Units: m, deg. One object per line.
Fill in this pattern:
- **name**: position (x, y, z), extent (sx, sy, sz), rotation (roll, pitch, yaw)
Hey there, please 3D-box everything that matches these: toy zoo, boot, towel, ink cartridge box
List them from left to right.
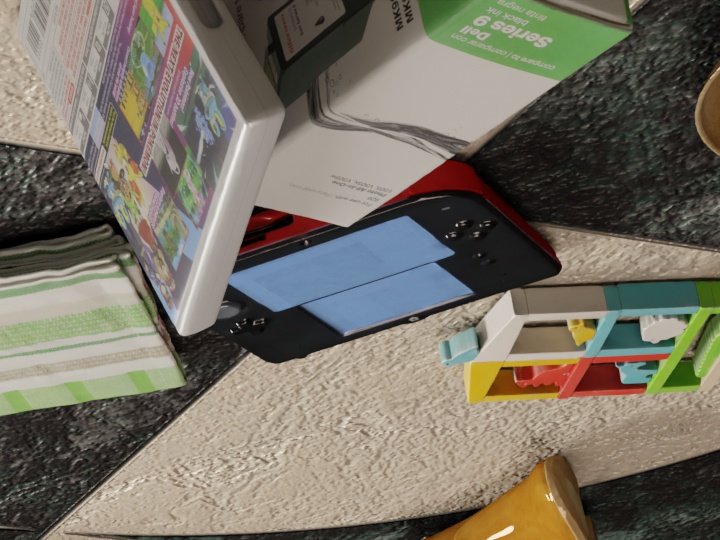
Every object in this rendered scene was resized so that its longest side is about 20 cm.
- **towel**: position (-0.190, 0.033, 1.652), extent (0.149, 0.031, 0.200), rotation (-8, 156, 4)
- **ink cartridge box**: position (0.014, -0.129, 1.242), extent (0.084, 0.146, 0.200), rotation (12, 147, -38)
- **boot**: position (0.094, 0.196, 2.015), extent (0.144, 0.071, 0.201), rotation (-15, 159, 5)
- **toy zoo**: position (0.147, 0.046, 1.786), extent (0.200, 0.020, 0.131), rotation (-2, 153, -13)

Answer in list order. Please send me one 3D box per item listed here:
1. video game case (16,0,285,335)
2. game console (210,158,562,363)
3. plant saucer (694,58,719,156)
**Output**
- **video game case**: position (-0.098, -0.091, 1.251), extent (0.023, 0.182, 0.200), rotation (-22, 159, -22)
- **game console**: position (0.000, 0.000, 1.634), extent (0.200, 0.031, 0.177), rotation (-17, 153, 18)
- **plant saucer**: position (0.272, -0.113, 1.483), extent (0.200, 0.035, 0.200), rotation (-7, 155, -3)
